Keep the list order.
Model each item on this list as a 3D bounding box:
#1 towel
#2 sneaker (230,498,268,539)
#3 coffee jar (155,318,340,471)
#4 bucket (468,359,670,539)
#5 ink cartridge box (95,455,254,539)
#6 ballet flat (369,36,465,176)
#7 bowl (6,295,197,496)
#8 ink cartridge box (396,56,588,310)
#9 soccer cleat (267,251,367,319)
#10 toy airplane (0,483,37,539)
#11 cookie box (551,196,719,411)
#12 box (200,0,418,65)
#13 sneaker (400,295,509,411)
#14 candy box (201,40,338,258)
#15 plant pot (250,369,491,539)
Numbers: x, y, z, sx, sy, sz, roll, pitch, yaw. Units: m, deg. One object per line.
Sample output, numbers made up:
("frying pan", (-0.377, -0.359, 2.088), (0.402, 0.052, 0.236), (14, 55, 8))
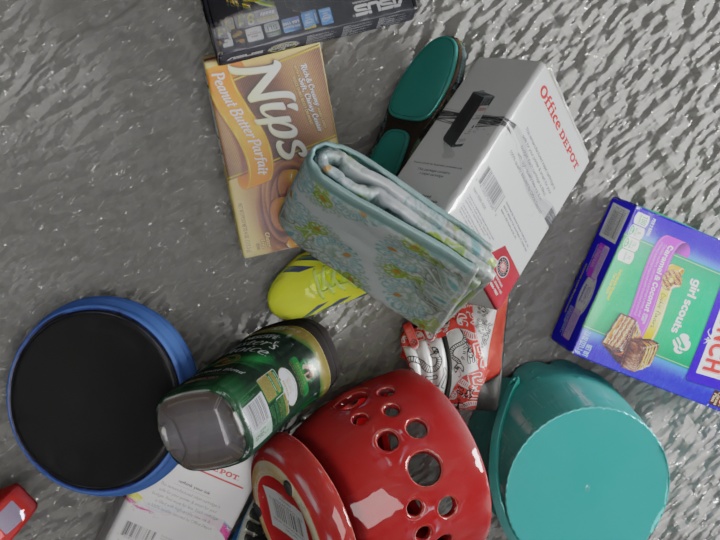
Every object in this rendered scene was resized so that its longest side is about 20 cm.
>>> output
("towel", (0.019, -0.026, 1.374), (0.200, 0.171, 0.048), (35, 65, 0))
("sneaker", (-0.120, 0.291, 1.545), (0.078, 0.090, 0.200), (38, 73, -26))
("coffee jar", (-0.104, 0.116, 1.442), (0.104, 0.200, 0.086), (-14, 101, 31))
("bucket", (0.218, 0.208, 1.555), (0.206, 0.135, 0.208), (-2, 102, -9))
("ink cartridge box", (-0.181, 0.226, 1.525), (0.115, 0.068, 0.200), (25, 98, -13))
("ballet flat", (0.056, -0.136, 1.476), (0.074, 0.074, 0.200), (31, 83, -15))
("bowl", (-0.258, 0.126, 1.465), (0.200, 0.039, 0.201), (0, 92, 12))
("ink cartridge box", (0.125, -0.087, 1.432), (0.200, 0.084, 0.144), (-55, 136, -24))
("soccer cleat", (0.000, -0.001, 1.495), (0.199, 0.084, 0.065), (-21, 106, -4))
("toy airplane", (-0.429, 0.301, 1.462), (0.199, 0.141, 0.200), (7, 102, -12))
("cookie box", (0.331, 0.038, 1.566), (0.199, 0.075, 0.172), (21, 98, -14))
("box", (-0.061, -0.297, 1.412), (0.199, 0.049, 0.162), (-14, 86, -7))
("sneaker", (0.097, 0.043, 1.531), (0.107, 0.067, 0.202), (5, 93, 2))
("candy box", (-0.081, -0.123, 1.468), (0.115, 0.055, 0.201), (-12, 104, -7))
("plant pot", (0.003, 0.222, 1.464), (0.182, 0.200, 0.201), (-23, 107, -26))
